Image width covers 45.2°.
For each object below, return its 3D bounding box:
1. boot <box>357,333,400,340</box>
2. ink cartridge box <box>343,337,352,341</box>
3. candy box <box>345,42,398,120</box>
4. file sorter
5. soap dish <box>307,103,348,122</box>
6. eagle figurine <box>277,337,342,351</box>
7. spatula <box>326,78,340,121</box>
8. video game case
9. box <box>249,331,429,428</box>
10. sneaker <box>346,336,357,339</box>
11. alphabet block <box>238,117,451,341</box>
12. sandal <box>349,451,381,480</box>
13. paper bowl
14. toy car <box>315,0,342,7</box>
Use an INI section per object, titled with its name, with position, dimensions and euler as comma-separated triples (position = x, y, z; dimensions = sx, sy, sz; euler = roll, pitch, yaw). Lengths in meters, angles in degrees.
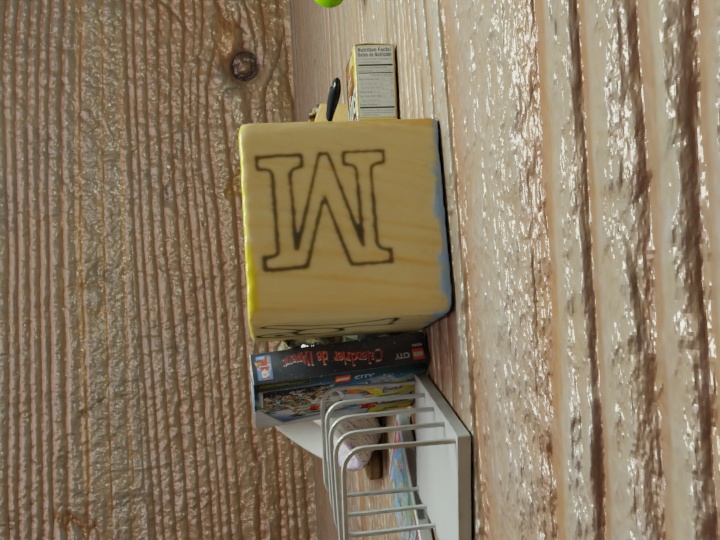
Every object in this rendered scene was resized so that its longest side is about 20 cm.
[boot]
position = 0.019, 0.058, 1.144
dimensions = 0.200, 0.072, 0.164
euler = -98, 3, -47
[ink cartridge box]
position = -0.014, 0.154, 1.462
dimensions = 0.201, 0.058, 0.105
euler = 103, 162, -65
[candy box]
position = 0.015, -0.175, 1.111
dimensions = 0.117, 0.055, 0.204
euler = 163, 106, -84
[file sorter]
position = 0.030, 0.205, 0.878
dimensions = 0.200, 0.122, 0.141
euler = -131, 38, -78
[soap dish]
position = -0.058, -0.196, 1.417
dimensions = 0.200, 0.080, 0.160
euler = -134, 62, -79
[eagle figurine]
position = -0.082, 0.086, 1.164
dimensions = 0.199, 0.150, 0.154
euler = 25, 91, 45
[spatula]
position = -0.038, -0.208, 1.222
dimensions = 0.201, 0.020, 0.057
euler = 93, -174, -67
[video game case]
position = 0.062, 0.302, 1.077
dimensions = 0.144, 0.017, 0.202
euler = 94, 170, -46
[box]
position = -0.027, 0.128, 0.999
dimensions = 0.137, 0.196, 0.038
euler = 100, 161, -59
[sneaker]
position = 0.000, 0.000, 1.255
dimensions = 0.077, 0.077, 0.204
euler = 109, 167, -76
[alphabet block]
position = -0.024, -0.035, 0.911
dimensions = 0.195, 0.196, 0.200
euler = 121, 145, -77
[sandal]
position = -0.013, 0.308, 1.476
dimensions = 0.212, 0.068, 0.079
euler = -164, 71, -83
[paper bowl]
position = -0.056, 0.218, 1.362
dimensions = 0.105, 0.199, 0.201
euler = -59, -8, -24
[toy car]
position = -0.055, -0.515, 1.233
dimensions = 0.164, 0.155, 0.203
euler = 140, 140, -66
